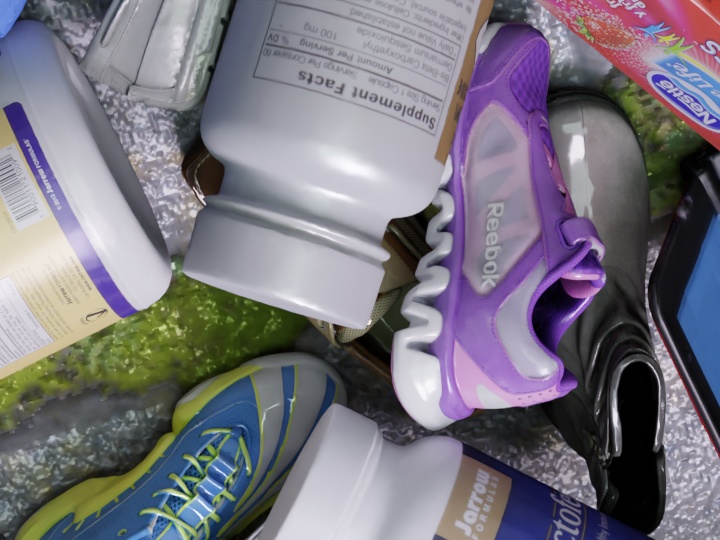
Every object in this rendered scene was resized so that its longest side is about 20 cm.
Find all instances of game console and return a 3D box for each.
[{"bbox_3d":[0.241,0.030,1.291,0.172,0.119,0.201,-27,115,2],"label":"game console"}]

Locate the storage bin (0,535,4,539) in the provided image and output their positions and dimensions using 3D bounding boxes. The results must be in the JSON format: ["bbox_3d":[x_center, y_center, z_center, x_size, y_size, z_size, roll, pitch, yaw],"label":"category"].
[{"bbox_3d":[-0.270,0.213,1.263,0.145,0.134,0.200,32,103,-21],"label":"storage bin"}]

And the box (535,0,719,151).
[{"bbox_3d":[0.189,-0.121,1.199,0.200,0.095,0.100,36,69,-17],"label":"box"}]

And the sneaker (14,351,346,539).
[{"bbox_3d":[-0.085,0.125,1.276,0.200,0.105,0.076,-37,114,6],"label":"sneaker"}]

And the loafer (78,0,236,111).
[{"bbox_3d":[-0.079,-0.173,1.172,0.069,0.070,0.201,16,99,1],"label":"loafer"}]

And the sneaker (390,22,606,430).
[{"bbox_3d":[0.077,-0.021,1.209,0.088,0.201,0.080,2,162,25],"label":"sneaker"}]

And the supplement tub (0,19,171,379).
[{"bbox_3d":[-0.202,-0.011,1.176,0.199,0.146,0.146,-26,115,2],"label":"supplement tub"}]

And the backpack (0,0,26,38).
[{"bbox_3d":[-0.213,-0.192,1.089,0.199,0.162,0.168,31,87,-19],"label":"backpack"}]

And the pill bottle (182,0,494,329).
[{"bbox_3d":[-0.010,-0.081,1.166,0.114,0.114,0.201,18,86,-17],"label":"pill bottle"}]

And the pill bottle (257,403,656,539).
[{"bbox_3d":[0.054,0.148,1.207,0.199,0.116,0.116,26,106,-5],"label":"pill bottle"}]

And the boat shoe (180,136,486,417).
[{"bbox_3d":[0.000,0.000,1.252,0.200,0.074,0.076,37,112,-22],"label":"boat shoe"}]

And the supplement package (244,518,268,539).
[{"bbox_3d":[-0.062,0.243,1.247,0.156,0.111,0.200,47,58,3],"label":"supplement package"}]

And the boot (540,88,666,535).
[{"bbox_3d":[0.125,0.021,1.258,0.067,0.131,0.201,-8,113,-6],"label":"boot"}]
